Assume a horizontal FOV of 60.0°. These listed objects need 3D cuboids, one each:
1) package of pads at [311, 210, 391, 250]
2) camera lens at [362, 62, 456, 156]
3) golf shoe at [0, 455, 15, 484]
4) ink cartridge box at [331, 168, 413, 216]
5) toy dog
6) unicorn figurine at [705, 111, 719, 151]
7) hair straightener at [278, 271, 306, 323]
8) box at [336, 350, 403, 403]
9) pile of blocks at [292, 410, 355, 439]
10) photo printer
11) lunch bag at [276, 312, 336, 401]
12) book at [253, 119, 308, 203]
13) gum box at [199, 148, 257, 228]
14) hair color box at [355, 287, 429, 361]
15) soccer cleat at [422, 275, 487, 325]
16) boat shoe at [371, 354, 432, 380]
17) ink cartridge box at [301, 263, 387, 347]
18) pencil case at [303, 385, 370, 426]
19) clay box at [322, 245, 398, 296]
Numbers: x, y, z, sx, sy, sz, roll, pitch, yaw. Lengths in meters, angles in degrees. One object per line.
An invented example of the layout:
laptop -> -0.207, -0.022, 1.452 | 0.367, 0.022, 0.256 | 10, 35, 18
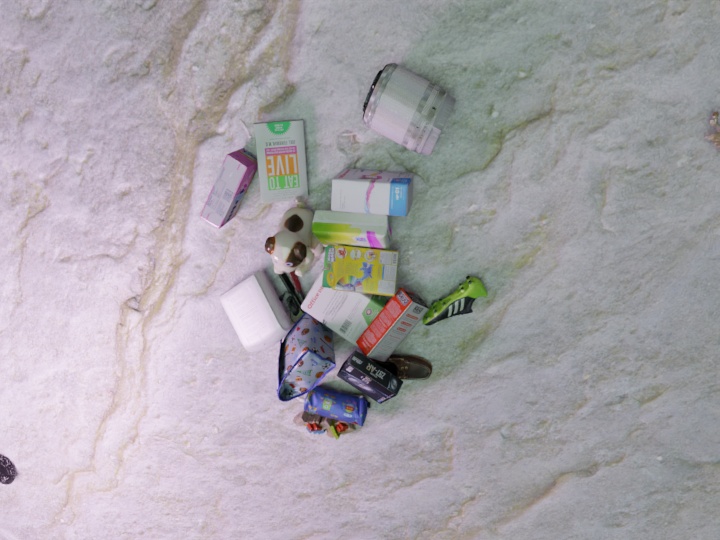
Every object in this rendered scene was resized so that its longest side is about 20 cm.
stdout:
package of pads -> -0.018, -0.103, 1.632 | 0.193, 0.155, 0.070 | 5, 79, 9
camera lens -> 0.113, -0.388, 1.504 | 0.196, 0.160, 0.163 | 27, 112, 1
golf shoe -> -1.310, 0.692, 2.211 | 0.199, 0.078, 0.095 | 41, 129, -2
ink cartridge box -> 0.032, -0.201, 1.591 | 0.193, 0.145, 0.087 | 4, 110, 10
toy dog -> -0.172, -0.074, 1.637 | 0.136, 0.201, 0.198 | 19, 120, 1
unicorn figurine -> 0.897, -0.344, 1.415 | 0.137, 0.075, 0.199 | 41, 126, -14
hair straightener -> -0.196, 0.074, 1.792 | 0.075, 0.041, 0.204 | -19, 108, 17
box -> 0.023, 0.302, 1.748 | 0.158, 0.200, 0.044 | 33, 68, -1
pile of blocks -> -0.115, 0.480, 1.894 | 0.193, 0.062, 0.085 | 2, 109, 11
photo printer -> -0.297, 0.124, 1.785 | 0.164, 0.069, 0.204 | -29, 89, 26
lunch bag -> -0.172, 0.249, 1.761 | 0.122, 0.172, 0.201 | 31, 118, -23
book -> -0.209, -0.290, 1.652 | 0.129, 0.048, 0.206 | -7, 109, -9
gum box -> -0.351, -0.217, 1.679 | 0.065, 0.114, 0.203 | 30, 111, 0
hair color box -> 0.088, 0.151, 1.702 | 0.201, 0.101, 0.061 | -50, 54, 13
soccer cleat -> 0.256, 0.099, 1.693 | 0.199, 0.068, 0.081 | -39, 111, 20
boat shoe -> 0.107, 0.279, 1.779 | 0.194, 0.071, 0.073 | 9, 109, 7
ink cartridge box -> -0.046, 0.090, 1.737 | 0.198, 0.085, 0.148 | 34, 111, -2
pencil case -> -0.070, 0.397, 1.848 | 0.194, 0.078, 0.090 | 12, 91, 7
clay box -> 0.000, 0.000, 1.649 | 0.193, 0.048, 0.119 | 6, 86, 4
